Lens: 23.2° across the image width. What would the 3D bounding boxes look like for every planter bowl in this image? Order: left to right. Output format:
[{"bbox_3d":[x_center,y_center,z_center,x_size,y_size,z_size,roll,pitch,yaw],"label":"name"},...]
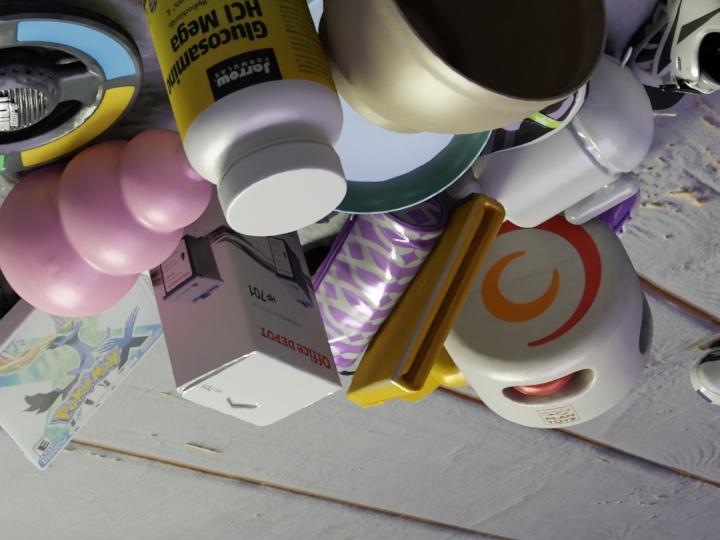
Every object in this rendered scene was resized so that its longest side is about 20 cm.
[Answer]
[{"bbox_3d":[0.052,-0.176,1.222,0.200,0.201,0.135,1,156,-36],"label":"planter bowl"}]

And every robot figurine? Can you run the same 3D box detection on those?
[{"bbox_3d":[0.167,-0.113,1.507,0.200,0.113,0.170,-30,120,25],"label":"robot figurine"}]

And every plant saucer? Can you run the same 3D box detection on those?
[{"bbox_3d":[0.008,-0.138,1.348,0.199,0.027,0.201,-3,118,-5],"label":"plant saucer"}]

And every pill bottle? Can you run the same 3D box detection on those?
[{"bbox_3d":[-0.077,-0.130,1.207,0.112,0.201,0.113,-15,155,-7],"label":"pill bottle"}]

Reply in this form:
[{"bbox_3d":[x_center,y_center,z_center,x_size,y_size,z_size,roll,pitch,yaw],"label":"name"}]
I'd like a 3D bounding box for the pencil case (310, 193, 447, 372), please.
[{"bbox_3d":[0.000,0.000,1.536,0.085,0.084,0.200,11,128,-27],"label":"pencil case"}]

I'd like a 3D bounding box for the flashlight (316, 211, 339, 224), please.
[{"bbox_3d":[-0.069,-0.091,1.449,0.068,0.068,0.200,-25,153,17],"label":"flashlight"}]

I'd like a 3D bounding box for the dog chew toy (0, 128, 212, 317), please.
[{"bbox_3d":[-0.195,-0.044,1.377,0.200,0.125,0.124,-28,154,34],"label":"dog chew toy"}]

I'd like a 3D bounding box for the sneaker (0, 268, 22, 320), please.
[{"bbox_3d":[-0.317,0.045,1.549,0.114,0.076,0.200,-18,152,3],"label":"sneaker"}]

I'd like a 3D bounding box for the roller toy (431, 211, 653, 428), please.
[{"bbox_3d":[0.168,0.046,1.599,0.200,0.182,0.140,-49,145,-10],"label":"roller toy"}]

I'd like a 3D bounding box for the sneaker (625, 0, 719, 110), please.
[{"bbox_3d":[0.280,-0.177,1.489,0.074,0.089,0.200,-14,156,-13],"label":"sneaker"}]

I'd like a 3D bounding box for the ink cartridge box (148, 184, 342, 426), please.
[{"bbox_3d":[-0.106,0.013,1.474,0.086,0.201,0.146,-28,154,19],"label":"ink cartridge box"}]

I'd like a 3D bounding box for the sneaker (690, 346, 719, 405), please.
[{"bbox_3d":[0.518,0.101,2.216,0.198,0.080,0.130,-6,151,-26],"label":"sneaker"}]

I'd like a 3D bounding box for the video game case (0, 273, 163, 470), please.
[{"bbox_3d":[-0.247,0.060,1.536,0.200,0.022,0.183,-49,152,-16],"label":"video game case"}]

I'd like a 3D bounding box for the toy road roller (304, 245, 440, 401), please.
[{"bbox_3d":[0.037,0.029,1.704,0.146,0.123,0.200,-37,151,12],"label":"toy road roller"}]

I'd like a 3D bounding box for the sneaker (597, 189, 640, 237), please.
[{"bbox_3d":[0.173,-0.048,1.698,0.200,0.081,0.089,-28,129,7],"label":"sneaker"}]

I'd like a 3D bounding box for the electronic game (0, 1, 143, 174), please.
[{"bbox_3d":[-0.256,-0.129,1.276,0.199,0.042,0.200,-15,155,-7],"label":"electronic game"}]

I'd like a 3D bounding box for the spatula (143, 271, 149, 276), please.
[{"bbox_3d":[-0.170,0.000,1.547,0.056,0.021,0.200,-42,166,28],"label":"spatula"}]

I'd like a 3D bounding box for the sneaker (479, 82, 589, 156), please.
[{"bbox_3d":[0.093,-0.123,1.431,0.199,0.072,0.083,-24,177,26],"label":"sneaker"}]

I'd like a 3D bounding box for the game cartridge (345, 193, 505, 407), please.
[{"bbox_3d":[0.053,0.032,1.512,0.032,0.177,0.200,28,168,-5],"label":"game cartridge"}]
